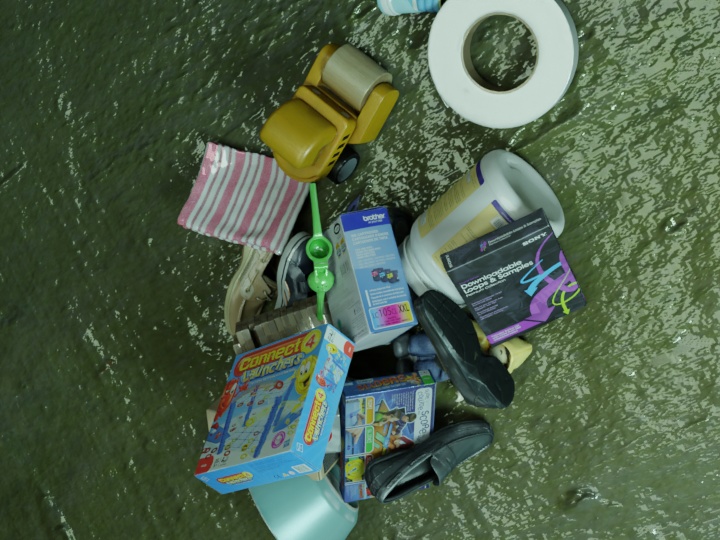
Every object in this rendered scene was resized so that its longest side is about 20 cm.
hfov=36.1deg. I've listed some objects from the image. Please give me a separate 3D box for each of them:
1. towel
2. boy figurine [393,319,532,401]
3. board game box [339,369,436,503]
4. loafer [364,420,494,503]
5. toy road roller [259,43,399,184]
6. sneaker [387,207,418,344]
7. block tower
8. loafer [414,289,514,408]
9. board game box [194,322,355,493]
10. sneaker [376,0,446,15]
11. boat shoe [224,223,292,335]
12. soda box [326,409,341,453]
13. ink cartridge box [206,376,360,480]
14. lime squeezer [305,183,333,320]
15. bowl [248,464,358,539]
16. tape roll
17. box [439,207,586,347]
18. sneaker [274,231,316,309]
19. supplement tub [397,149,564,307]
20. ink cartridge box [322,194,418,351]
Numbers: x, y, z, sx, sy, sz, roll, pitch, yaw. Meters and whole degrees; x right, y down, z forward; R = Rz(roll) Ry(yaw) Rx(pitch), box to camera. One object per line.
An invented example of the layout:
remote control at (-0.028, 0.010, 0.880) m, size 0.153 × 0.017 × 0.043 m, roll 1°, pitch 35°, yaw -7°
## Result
towel at (-0.178, -0.113, 1.697) m, size 0.199 × 0.030 × 0.147 m, roll 16°, pitch 81°, yaw 27°
boy figurine at (0.148, 0.127, 1.575) m, size 0.199 × 0.064 × 0.125 m, roll -2°, pitch 96°, yaw 33°
board game box at (0.038, 0.241, 1.593) m, size 0.035 × 0.135 × 0.201 m, roll -116°, pitch 24°, yaw -55°
loafer at (0.104, 0.275, 1.570) m, size 0.070 × 0.200 × 0.068 m, roll -124°, pitch 17°, yaw -48°
toy road roller at (-0.054, -0.218, 1.575) m, size 0.123 × 0.146 × 0.200 m, roll 40°, pitch 116°, yaw 17°
sneaker at (0.032, 0.008, 1.624) m, size 0.087 × 0.074 × 0.201 m, roll 3°, pitch 94°, yaw 41°
block tower at (-0.090, 0.078, 1.620) m, size 0.199 × 0.058 × 0.054 m, roll -20°, pitch 106°, yaw 0°
loafer at (0.125, 0.113, 1.484) m, size 0.072 × 0.073 × 0.200 m, roll -19°, pitch 113°, yaw 41°
board game box at (-0.115, 0.187, 1.485) m, size 0.199 × 0.196 × 0.056 m, roll -22°, pitch 130°, yaw 40°
sneaker at (0.092, -0.443, 1.492) m, size 0.130 × 0.079 × 0.201 m, roll 13°, pitch 115°, yaw 29°
boat shoe at (-0.158, 0.018, 1.723) m, size 0.064 × 0.071 × 0.201 m, roll 25°, pitch 109°, yaw 24°
soda box at (-0.067, 0.176, 1.593) m, size 0.063 × 0.200 × 0.069 m, roll -5°, pitch 120°, yaw -4°
ink cartridge box at (-0.105, 0.217, 1.670) m, size 0.199 × 0.165 × 0.075 m, roll 12°, pitch 123°, yaw 27°
lime squeezer at (-0.054, -0.016, 1.524) m, size 0.038 × 0.071 × 0.201 m, roll 0°, pitch 109°, yaw 9°
bowl at (-0.076, 0.346, 1.686) m, size 0.105 × 0.201 × 0.201 m, roll -36°, pitch 80°, yaw 5°
tape roll at (0.188, -0.290, 1.469) m, size 0.202 × 0.037 × 0.204 m, roll 7°, pitch 110°, yaw 20°
box at (0.202, 0.014, 1.433) m, size 0.142 × 0.200 × 0.036 m, roll -25°, pitch 49°, yaw 10°
sneaker at (-0.084, 0.041, 1.682) m, size 0.079 × 0.078 × 0.201 m, roll 28°, pitch 123°, yaw 27°
supplement tub at (0.158, -0.049, 1.487) m, size 0.200 × 0.145 × 0.146 m, roll -42°, pitch 78°, yaw 29°
ink cartridge box at (0.000, 0.000, 1.524) m, size 0.136 × 0.076 × 0.201 m, roll 140°, pitch 116°, yaw -66°
